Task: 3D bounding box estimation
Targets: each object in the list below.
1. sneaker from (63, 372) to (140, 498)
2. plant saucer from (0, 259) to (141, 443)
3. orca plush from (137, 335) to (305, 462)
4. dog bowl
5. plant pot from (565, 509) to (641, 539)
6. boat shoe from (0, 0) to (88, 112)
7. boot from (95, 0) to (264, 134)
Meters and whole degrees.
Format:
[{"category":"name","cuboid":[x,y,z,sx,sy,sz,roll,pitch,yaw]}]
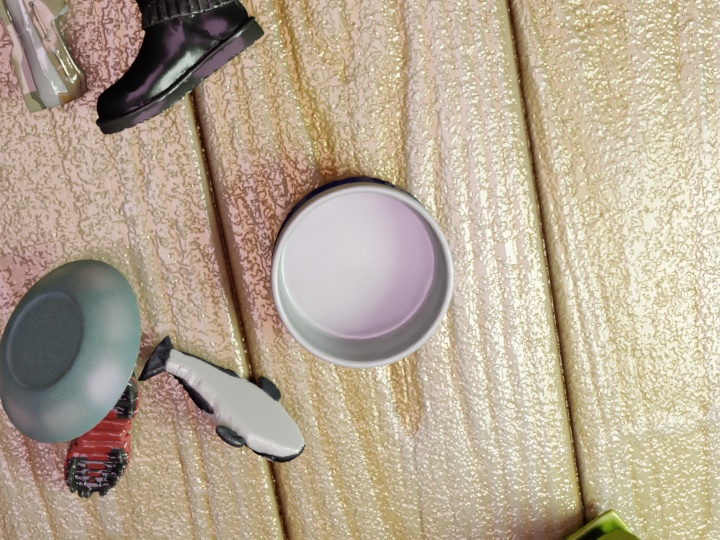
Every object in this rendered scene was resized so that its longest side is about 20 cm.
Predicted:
[{"category":"sneaker","cuboid":[-0.290,0.166,1.268,0.070,0.098,0.202,7,126,-18]},{"category":"plant saucer","cuboid":[-0.321,0.079,1.194,0.199,0.039,0.203,-10,68,26]},{"category":"orca plush","cuboid":[-0.160,0.163,1.276,0.199,0.106,0.071,25,132,-12]},{"category":"dog bowl","cuboid":[0.000,0.000,1.243,0.198,0.079,0.202,-1,103,-4]},{"category":"plant pot","cuboid":[0.288,0.413,1.306,0.199,0.182,0.199,-38,103,5]},{"category":"boat shoe","cuboid":[-0.336,-0.269,1.166,0.068,0.075,0.202,-14,111,-7]},{"category":"boot","cuboid":[-0.220,-0.256,1.166,0.210,0.079,0.158,-37,110,-6]}]
